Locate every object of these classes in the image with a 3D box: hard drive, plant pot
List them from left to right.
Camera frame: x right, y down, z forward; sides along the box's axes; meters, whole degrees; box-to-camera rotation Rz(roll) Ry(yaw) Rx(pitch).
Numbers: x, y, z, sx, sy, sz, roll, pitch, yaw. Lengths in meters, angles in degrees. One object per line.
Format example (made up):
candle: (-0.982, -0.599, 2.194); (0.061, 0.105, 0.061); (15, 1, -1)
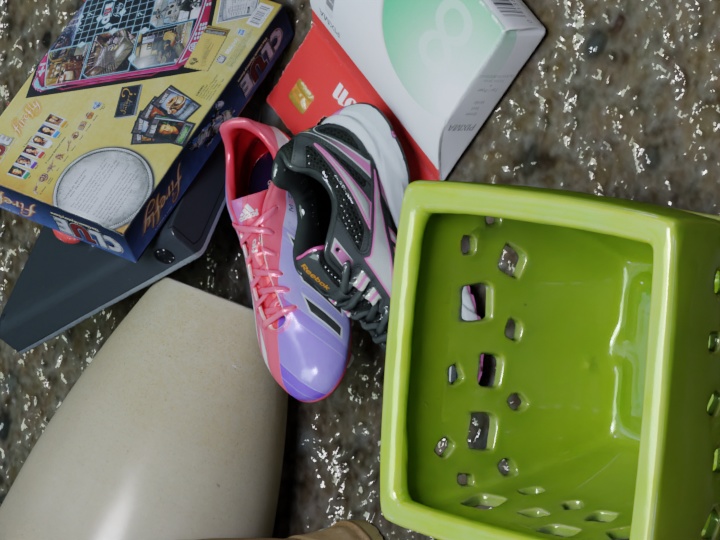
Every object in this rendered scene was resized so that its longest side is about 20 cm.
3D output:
hard drive: (-0.161, -0.032, 1.851); (0.200, 0.033, 0.140); (-27, 32, 42)
plant pot: (-0.126, 0.112, 1.796); (0.187, 0.187, 0.201); (19, 89, 42)
plant pot: (0.145, 0.054, 1.511); (0.199, 0.181, 0.201); (11, 100, 44)

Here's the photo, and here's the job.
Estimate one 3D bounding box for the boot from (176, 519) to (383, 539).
boot: (-0.041, 0.233, 1.685); (0.175, 0.200, 0.066); (49, 123, 31)

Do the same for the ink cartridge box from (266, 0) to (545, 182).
ink cartridge box: (0.013, -0.132, 1.724); (0.161, 0.050, 0.200); (53, 123, 29)

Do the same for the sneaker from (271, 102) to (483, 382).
sneaker: (0.000, 0.000, 1.697); (0.080, 0.086, 0.200); (-36, 78, 51)

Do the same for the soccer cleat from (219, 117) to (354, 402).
soccer cleat: (-0.054, -0.008, 1.737); (0.067, 0.076, 0.201); (-25, 54, 23)

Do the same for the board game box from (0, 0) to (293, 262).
board game box: (-0.152, -0.112, 1.785); (0.135, 0.035, 0.200); (22, 64, 25)

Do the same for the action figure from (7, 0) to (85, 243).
action figure: (-0.211, -0.113, 1.858); (0.065, 0.099, 0.201); (115, 160, -64)
